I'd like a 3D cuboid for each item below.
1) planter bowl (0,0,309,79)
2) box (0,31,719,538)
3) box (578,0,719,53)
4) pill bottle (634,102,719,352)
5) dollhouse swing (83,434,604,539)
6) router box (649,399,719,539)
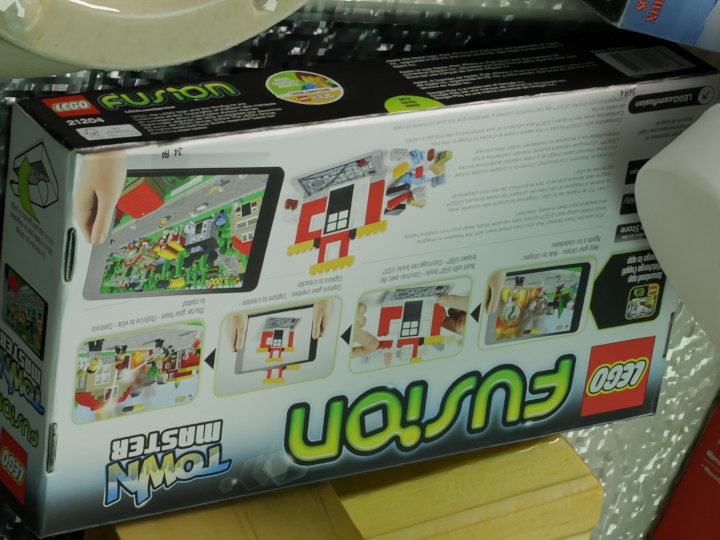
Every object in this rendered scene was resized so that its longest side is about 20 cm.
[{"bbox_3d":[-0.066,-0.121,0.591,0.200,0.135,0.201,-17,126,-25],"label":"planter bowl"},{"bbox_3d":[0.000,0.000,0.781,0.200,0.035,0.110,-8,120,-32],"label":"box"},{"bbox_3d":[0.147,-0.149,0.790,0.136,0.038,0.200,10,112,-39],"label":"box"},{"bbox_3d":[0.178,-0.047,0.773,0.200,0.114,0.114,-37,133,-12],"label":"pill bottle"},{"bbox_3d":[0.011,0.160,0.817,0.175,0.182,0.200,-3,120,-22],"label":"dollhouse swing"},{"bbox_3d":[0.206,0.050,0.954,0.200,0.049,0.180,11,111,-40],"label":"router box"}]
